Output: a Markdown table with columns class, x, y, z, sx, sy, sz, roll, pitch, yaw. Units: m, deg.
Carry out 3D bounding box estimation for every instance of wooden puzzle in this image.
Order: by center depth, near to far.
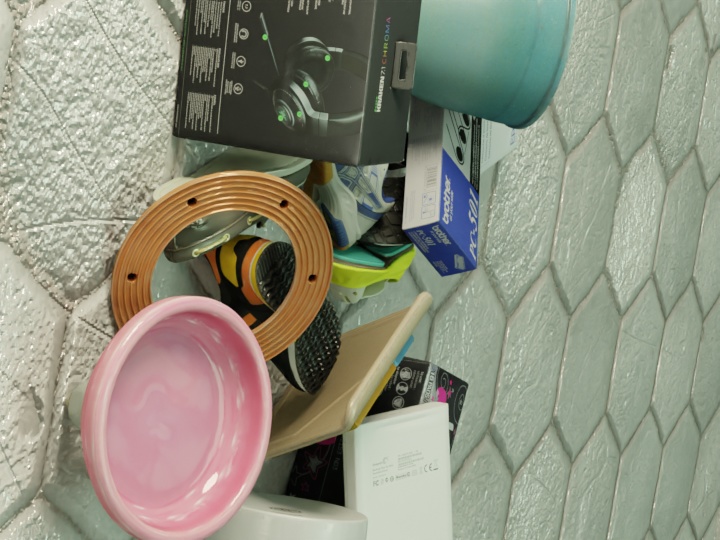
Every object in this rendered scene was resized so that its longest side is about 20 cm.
| class | x | y | z | sx | sy | sz | roll | pitch | yaw |
| --- | --- | --- | --- | --- | --- | --- | --- | --- | --- |
| wooden puzzle | -0.023 | 0.116 | 1.738 | 0.037 | 0.200 | 0.185 | 47 | 47 | -12 |

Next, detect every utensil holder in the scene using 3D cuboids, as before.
| class | x | y | z | sx | sy | sz | roll | pitch | yaw |
| --- | --- | --- | --- | --- | --- | --- | --- | --- | --- |
| utensil holder | -0.083 | 0.320 | 1.694 | 0.170 | 0.169 | 0.201 | 12 | 86 | -64 |

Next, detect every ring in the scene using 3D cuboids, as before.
| class | x | y | z | sx | sy | sz | roll | pitch | yaw |
| --- | --- | --- | --- | --- | --- | --- | --- | --- | --- |
| ring | -0.119 | 0.003 | 1.537 | 0.199 | 0.019 | 0.201 | -11 | 123 | -17 |

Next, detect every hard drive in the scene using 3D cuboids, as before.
| class | x | y | z | sx | sy | sz | roll | pitch | yaw |
| --- | --- | --- | --- | --- | --- | --- | --- | --- | --- |
| hard drive | 0.039 | 0.241 | 1.790 | 0.131 | 0.026 | 0.201 | -8 | 100 | -42 |

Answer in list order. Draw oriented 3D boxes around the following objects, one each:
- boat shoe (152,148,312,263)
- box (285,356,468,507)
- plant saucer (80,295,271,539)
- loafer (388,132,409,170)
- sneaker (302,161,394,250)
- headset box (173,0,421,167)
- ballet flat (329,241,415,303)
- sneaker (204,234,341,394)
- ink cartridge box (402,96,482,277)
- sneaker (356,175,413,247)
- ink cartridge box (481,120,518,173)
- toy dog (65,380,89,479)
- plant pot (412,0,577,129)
| class | x | y | z | sx | sy | sz | roll | pitch | yaw |
| --- | --- | --- | --- | --- | --- | --- | --- | --- | --- |
| boat shoe | -0.111 | -0.064 | 1.597 | 0.201 | 0.072 | 0.061 | -30 | 125 | -50 |
| box | 0.017 | 0.192 | 1.886 | 0.115 | 0.132 | 0.201 | 30 | 73 | -61 |
| plant saucer | -0.154 | 0.120 | 1.450 | 0.200 | 0.051 | 0.202 | -6 | 98 | -49 |
| loafer | 0.005 | -0.154 | 1.799 | 0.200 | 0.071 | 0.073 | 31 | 71 | -63 |
| sneaker | -0.019 | -0.113 | 1.734 | 0.088 | 0.075 | 0.200 | -36 | 145 | -17 |
| headset box | -0.047 | -0.187 | 1.531 | 0.093 | 0.199 | 0.175 | -12 | 109 | -62 |
| ballet flat | 0.000 | 0.000 | 1.865 | 0.200 | 0.067 | 0.067 | -14 | 129 | -64 |
| sneaker | -0.084 | 0.034 | 1.664 | 0.070 | 0.090 | 0.201 | -54 | 144 | -26 |
| ink cartridge box | 0.086 | -0.103 | 1.840 | 0.094 | 0.044 | 0.201 | 48 | 38 | -47 |
| sneaker | 0.043 | -0.061 | 1.900 | 0.200 | 0.087 | 0.076 | -30 | 88 | -46 |
| ink cartridge box | 0.132 | -0.210 | 2.076 | 0.200 | 0.040 | 0.201 | -37 | 132 | -55 |
| toy dog | -0.183 | 0.130 | 1.532 | 0.200 | 0.096 | 0.132 | 53 | 54 | -39 |
| plant pot | 0.086 | -0.251 | 1.755 | 0.200 | 0.187 | 0.201 | -173 | -90 | -71 |
